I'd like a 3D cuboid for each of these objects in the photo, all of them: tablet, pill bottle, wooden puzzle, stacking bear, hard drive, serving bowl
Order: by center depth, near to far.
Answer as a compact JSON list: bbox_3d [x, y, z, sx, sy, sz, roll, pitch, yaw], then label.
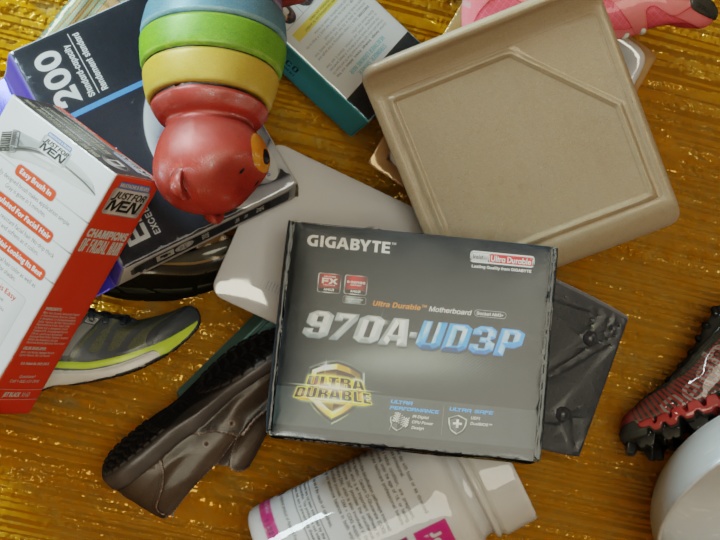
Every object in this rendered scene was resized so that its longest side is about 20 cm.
[{"bbox_3d":[-0.102,-0.136,1.163,0.113,0.121,0.200,-2,72,13],"label":"stacking bear"},{"bbox_3d":[0.120,-0.094,1.223,0.185,0.037,0.200,-21,106,10],"label":"wooden puzzle"},{"bbox_3d":[0.000,0.000,1.252,0.200,0.014,0.130,25,74,-11],"label":"tablet"},{"bbox_3d":[0.025,0.190,1.255,0.200,0.113,0.114,-27,93,1],"label":"pill bottle"},{"bbox_3d":[0.316,0.160,1.302,0.200,0.200,0.066,-13,48,-9],"label":"serving bowl"},{"bbox_3d":[0.102,0.058,1.312,0.200,0.042,0.135,21,87,-14],"label":"hard drive"}]

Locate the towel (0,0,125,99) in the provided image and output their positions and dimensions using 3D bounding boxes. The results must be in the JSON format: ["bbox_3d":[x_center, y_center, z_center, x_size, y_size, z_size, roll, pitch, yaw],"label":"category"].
[{"bbox_3d":[-0.189,-0.143,1.285,0.147,0.022,0.200,38,84,-7],"label":"towel"}]

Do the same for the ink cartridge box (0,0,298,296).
[{"bbox_3d":[-0.179,-0.096,1.226,0.200,0.043,0.198,-28,74,-9],"label":"ink cartridge box"}]

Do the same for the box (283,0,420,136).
[{"bbox_3d":[-0.048,-0.205,1.286,0.200,0.049,0.082,43,70,-6],"label":"box"}]

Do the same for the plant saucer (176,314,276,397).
[{"bbox_3d":[-0.052,0.052,1.307,0.200,0.019,0.070,-45,96,-8],"label":"plant saucer"}]

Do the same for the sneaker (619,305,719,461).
[{"bbox_3d":[0.294,0.080,1.335,0.200,0.071,0.098,-29,62,10],"label":"sneaker"}]

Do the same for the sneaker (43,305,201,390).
[{"bbox_3d":[-0.221,0.047,1.247,0.200,0.074,0.081,-11,90,-6],"label":"sneaker"}]

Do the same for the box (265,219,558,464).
[{"bbox_3d":[0.038,0.053,1.199,0.200,0.046,0.159,6,82,1],"label":"box"}]

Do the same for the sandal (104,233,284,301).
[{"bbox_3d":[-0.125,-0.016,1.268,0.200,0.082,0.055,-10,74,-8],"label":"sandal"}]

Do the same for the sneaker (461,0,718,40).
[{"bbox_3d":[0.169,-0.192,1.247,0.200,0.074,0.087,8,102,-6],"label":"sneaker"}]

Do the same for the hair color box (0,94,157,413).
[{"bbox_3d":[-0.243,-0.010,1.174,0.111,0.064,0.200,36,102,23],"label":"hair color box"}]

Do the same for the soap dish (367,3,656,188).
[{"bbox_3d":[0.118,-0.127,1.304,0.157,0.081,0.200,31,84,-8],"label":"soap dish"}]

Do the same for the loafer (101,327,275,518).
[{"bbox_3d":[-0.102,0.116,1.260,0.200,0.073,0.071,-37,108,-5],"label":"loafer"}]
